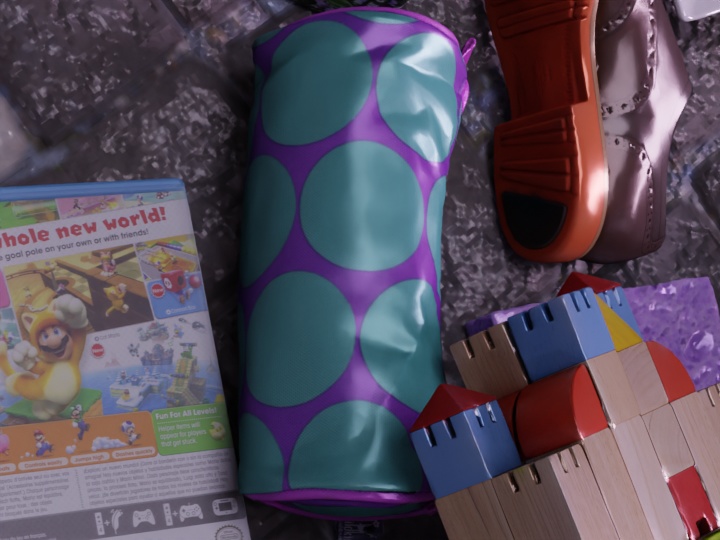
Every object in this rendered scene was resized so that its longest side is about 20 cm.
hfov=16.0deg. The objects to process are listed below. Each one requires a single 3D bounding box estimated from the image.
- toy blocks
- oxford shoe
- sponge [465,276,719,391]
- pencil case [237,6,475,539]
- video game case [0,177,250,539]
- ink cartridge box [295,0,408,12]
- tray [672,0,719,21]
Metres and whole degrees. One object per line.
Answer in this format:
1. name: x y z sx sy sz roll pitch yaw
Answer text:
1. toy blocks: 0.086 0.068 0.946 0.200 0.100 0.137 -15 82 -58
2. oxford shoe: 0.099 -0.102 1.079 0.072 0.071 0.200 4 88 -35
3. sponge: 0.120 0.106 1.049 0.111 0.030 0.200 -9 80 -30
4. pencil case: 0.000 0.000 0.983 0.092 0.085 0.200 4 72 -12
5. video game case: -0.113 0.067 0.937 0.143 0.018 0.200 -5 77 -30
6. ink cartridge box: -0.054 -0.167 0.991 0.200 0.109 0.050 21 65 -22
7. tray: 0.193 -0.186 1.115 0.200 0.022 0.108 -24 108 -32
